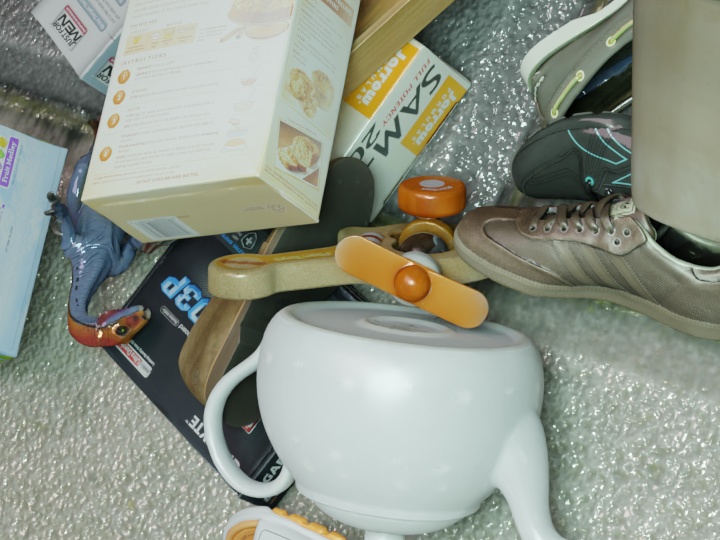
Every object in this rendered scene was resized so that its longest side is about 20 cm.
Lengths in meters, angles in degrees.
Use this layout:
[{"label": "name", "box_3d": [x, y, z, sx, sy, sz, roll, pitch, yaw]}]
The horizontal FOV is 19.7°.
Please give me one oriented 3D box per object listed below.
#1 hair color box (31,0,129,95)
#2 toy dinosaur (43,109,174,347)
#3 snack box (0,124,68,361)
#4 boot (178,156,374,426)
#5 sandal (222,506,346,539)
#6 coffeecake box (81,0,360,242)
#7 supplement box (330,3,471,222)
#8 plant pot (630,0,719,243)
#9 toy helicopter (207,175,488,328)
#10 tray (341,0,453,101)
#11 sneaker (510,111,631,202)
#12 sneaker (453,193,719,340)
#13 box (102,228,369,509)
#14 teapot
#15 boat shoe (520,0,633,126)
[{"label": "hair color box", "box_3d": [-0.163, -0.242, 1.665, 0.200, 0.061, 0.099, -47, 51, 9]}, {"label": "toy dinosaur", "box_3d": [-0.182, -0.023, 1.557, 0.104, 0.200, 0.183, 14, 75, -4]}, {"label": "snack box", "box_3d": [-0.308, -0.009, 1.613, 0.200, 0.067, 0.170, -17, 58, 59]}, {"label": "boot", "box_3d": [-0.063, 0.003, 1.431, 0.075, 0.073, 0.201, 31, 91, 49]}, {"label": "sandal", "box_3d": [-0.021, 0.212, 1.353, 0.206, 0.079, 0.059, 12, 46, 36]}, {"label": "coffeecake box", "box_3d": [-0.091, -0.130, 1.408, 0.153, 0.073, 0.201, -6, 63, 34]}, {"label": "supplement box", "box_3d": [-0.033, -0.143, 1.523, 0.200, 0.073, 0.126, 38, 93, 39]}, {"label": "plant pot", "box_3d": [0.236, -0.108, 1.208, 0.199, 0.199, 0.175, 25, 108, 39]}, {"label": "toy helicopter", "box_3d": [0.000, 0.000, 1.352, 0.132, 0.199, 0.079, -136, 42, -63]}, {"label": "tray", "box_3d": [-0.003, -0.190, 1.455, 0.200, 0.037, 0.099, -41, 52, 9]}, {"label": "sneaker", "box_3d": [0.184, -0.060, 1.337, 0.199, 0.075, 0.080, -6, 69, 33]}, {"label": "sneaker", "box_3d": [0.158, -0.021, 1.304, 0.199, 0.076, 0.071, 15, 35, 14]}, {"label": "box", "box_3d": [-0.082, 0.050, 1.493, 0.159, 0.046, 0.200, -52, 51, 5]}, {"label": "teapot", "box_3d": [0.018, 0.104, 1.328, 0.200, 0.196, 0.147, -151, 66, -69]}, {"label": "boat shoe", "box_3d": [0.198, -0.159, 1.374, 0.201, 0.072, 0.061, -34, 56, 26]}]
